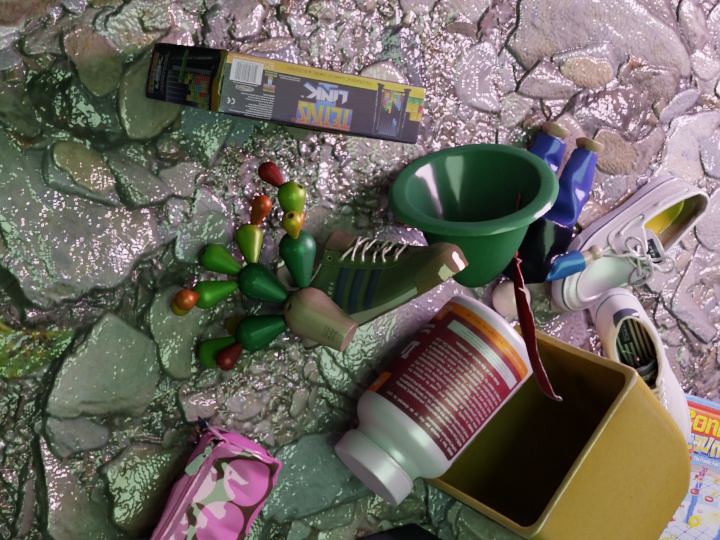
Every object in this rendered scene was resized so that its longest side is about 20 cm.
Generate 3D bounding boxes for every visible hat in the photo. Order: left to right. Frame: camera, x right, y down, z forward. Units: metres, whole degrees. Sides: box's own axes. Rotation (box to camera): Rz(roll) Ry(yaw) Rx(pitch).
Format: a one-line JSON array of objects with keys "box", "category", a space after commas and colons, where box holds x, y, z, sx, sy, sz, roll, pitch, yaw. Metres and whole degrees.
[{"box": [0.116, -0.002, 1.655, 0.165, 0.200, 0.177, -1, 122, 10], "category": "hat"}]

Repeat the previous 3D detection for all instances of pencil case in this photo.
[{"box": [-0.158, 0.245, 1.585, 0.200, 0.091, 0.094, -63, 154, -7], "category": "pencil case"}]

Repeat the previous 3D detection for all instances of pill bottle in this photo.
[{"box": [0.071, 0.130, 1.671, 0.200, 0.113, 0.113, -47, 117, -14], "category": "pill bottle"}]

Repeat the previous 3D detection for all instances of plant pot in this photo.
[{"box": [0.221, 0.206, 1.731, 0.200, 0.195, 0.195, 41, 79, -35], "category": "plant pot"}]

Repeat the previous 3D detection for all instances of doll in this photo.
[{"box": [0.188, -0.045, 1.734, 0.136, 0.048, 0.201, 23, 90, -8], "category": "doll"}]

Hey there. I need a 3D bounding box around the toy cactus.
[{"box": [-0.079, 0.017, 1.552, 0.165, 0.102, 0.200, 31, 96, 13], "category": "toy cactus"}]

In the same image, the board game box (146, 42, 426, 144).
[{"box": [-0.069, -0.158, 1.512, 0.199, 0.165, 0.057, 7, 94, -29], "category": "board game box"}]

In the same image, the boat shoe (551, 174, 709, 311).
[{"box": [0.294, -0.021, 1.776, 0.202, 0.086, 0.075, -37, 122, -19], "category": "boat shoe"}]

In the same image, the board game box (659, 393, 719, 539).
[{"box": [0.373, 0.243, 1.888, 0.199, 0.056, 0.196, 17, 91, -30], "category": "board game box"}]

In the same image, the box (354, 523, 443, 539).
[{"box": [0.076, 0.350, 1.664, 0.079, 0.200, 0.142, -8, 102, -27], "category": "box"}]

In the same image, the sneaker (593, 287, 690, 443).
[{"box": [0.293, 0.117, 1.758, 0.073, 0.071, 0.200, -25, 111, 8], "category": "sneaker"}]

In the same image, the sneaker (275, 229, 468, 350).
[{"box": [0.000, 0.000, 1.580, 0.090, 0.200, 0.067, 60, 35, -4], "category": "sneaker"}]
